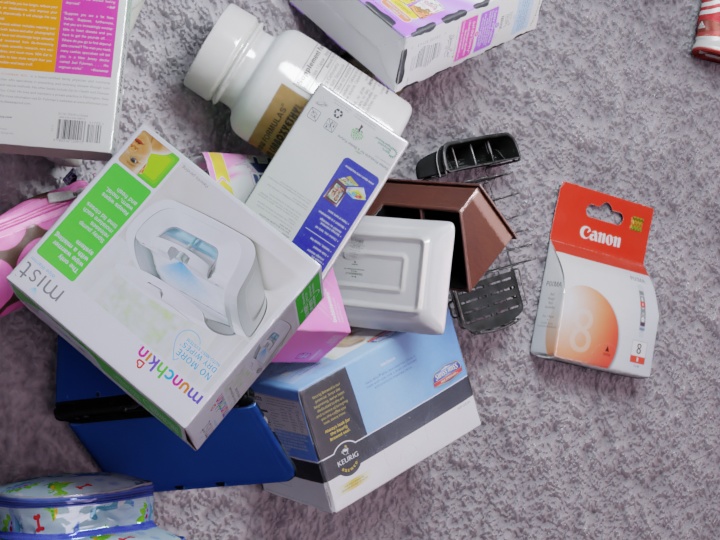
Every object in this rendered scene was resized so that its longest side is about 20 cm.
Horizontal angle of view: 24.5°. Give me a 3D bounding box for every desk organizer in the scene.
[{"bbox_3d":[0.054,-0.037,1.635,0.077,0.199,0.072,-50,119,-20],"label":"desk organizer"}]

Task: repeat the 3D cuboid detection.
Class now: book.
[{"bbox_3d":[-0.265,-0.199,1.419,0.132,0.048,0.203,5,78,1],"label":"book"}]

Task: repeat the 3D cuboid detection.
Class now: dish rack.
[{"bbox_3d":[0.130,-0.037,1.744,0.153,0.054,0.203,-14,90,-53],"label":"dish rack"}]

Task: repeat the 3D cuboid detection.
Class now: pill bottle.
[{"bbox_3d":[-0.061,-0.159,1.561,0.199,0.114,0.115,32,72,-5],"label":"pill bottle"}]

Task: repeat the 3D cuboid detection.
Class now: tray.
[{"bbox_3d":[0.000,0.000,1.598,0.022,0.198,0.109,9,87,-53],"label":"tray"}]

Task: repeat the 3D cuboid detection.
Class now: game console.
[{"bbox_3d":[-0.165,0.103,1.499,0.118,0.198,0.173,30,57,-61],"label":"game console"}]

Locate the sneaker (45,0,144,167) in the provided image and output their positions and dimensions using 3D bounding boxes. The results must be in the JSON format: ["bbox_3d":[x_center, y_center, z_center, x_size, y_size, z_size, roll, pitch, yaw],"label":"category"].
[{"bbox_3d":[-0.241,-0.185,1.495,0.092,0.075,0.201,42,76,-38],"label":"sneaker"}]

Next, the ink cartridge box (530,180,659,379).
[{"bbox_3d":[0.282,0.013,1.899,0.161,0.050,0.203,13,88,-36],"label":"ink cartridge box"}]

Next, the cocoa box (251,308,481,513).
[{"bbox_3d":[-0.004,0.128,1.641,0.199,0.133,0.133,-27,108,-32],"label":"cocoa box"}]

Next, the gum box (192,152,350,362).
[{"bbox_3d":[-0.095,-0.017,1.558,0.112,0.066,0.202,3,59,-37],"label":"gum box"}]

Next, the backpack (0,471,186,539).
[{"bbox_3d":[-0.245,0.252,1.431,0.181,0.199,0.149,-3,94,-35],"label":"backpack"}]

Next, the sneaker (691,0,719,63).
[{"bbox_3d":[0.492,-0.302,2.019,0.198,0.078,0.117,7,90,-38],"label":"sneaker"}]

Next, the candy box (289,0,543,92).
[{"bbox_3d":[0.058,-0.279,1.641,0.199,0.168,0.072,-27,146,-32],"label":"candy box"}]

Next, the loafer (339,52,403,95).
[{"bbox_3d":[0.018,-0.197,1.681,0.198,0.075,0.069,-26,109,-23],"label":"loafer"}]

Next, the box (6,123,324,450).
[{"bbox_3d":[-0.160,0.015,1.382,0.199,0.097,0.177,39,77,11],"label":"box"}]

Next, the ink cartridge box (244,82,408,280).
[{"bbox_3d":[-0.050,-0.057,1.489,0.099,0.039,0.201,33,88,-7],"label":"ink cartridge box"}]

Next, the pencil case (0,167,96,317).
[{"bbox_3d":[-0.307,-0.014,1.437,0.199,0.094,0.091,-29,70,-34],"label":"pencil case"}]
